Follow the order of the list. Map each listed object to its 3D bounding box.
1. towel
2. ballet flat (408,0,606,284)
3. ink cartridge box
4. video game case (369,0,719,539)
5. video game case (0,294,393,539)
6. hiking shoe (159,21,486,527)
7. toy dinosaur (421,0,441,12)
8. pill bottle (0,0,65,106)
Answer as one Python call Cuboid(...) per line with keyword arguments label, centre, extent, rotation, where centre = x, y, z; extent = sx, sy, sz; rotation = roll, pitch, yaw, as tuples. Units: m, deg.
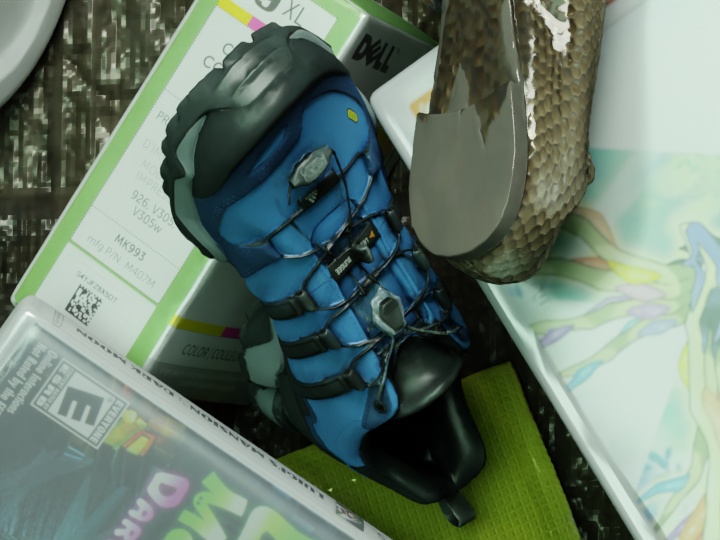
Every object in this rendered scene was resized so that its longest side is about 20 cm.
Cuboid(label="towel", centre=(-0.026, 0.104, 0.939), extent=(0.199, 0.018, 0.086), rotation=(-23, 67, 4))
Cuboid(label="ballet flat", centre=(0.053, -0.092, 0.806), extent=(0.067, 0.046, 0.201), rotation=(-11, 67, 47))
Cuboid(label="ink cartridge box", centre=(-0.027, -0.053, 0.934), extent=(0.059, 0.104, 0.201), rotation=(34, 96, 18))
Cuboid(label="video game case", centre=(0.125, -0.020, 0.804), extent=(0.182, 0.022, 0.201), rotation=(-35, 76, 13))
Cuboid(label="video game case", centre=(-0.091, 0.138, 0.902), extent=(0.181, 0.023, 0.200), rotation=(35, 101, -10))
Cuboid(label="hiking shoe", centre=(0.000, 0.000, 0.862), extent=(0.087, 0.200, 0.074), rotation=(36, 72, 29))
Cuboid(label="toy dinosaur", centre=(0.074, -0.155, 0.907), extent=(0.199, 0.086, 0.137), rotation=(-5, 93, -26))
Cuboid(label="pill bottle", centre=(-0.210, -0.134, 0.999), extent=(0.199, 0.111, 0.111), rotation=(24, 94, 18))
